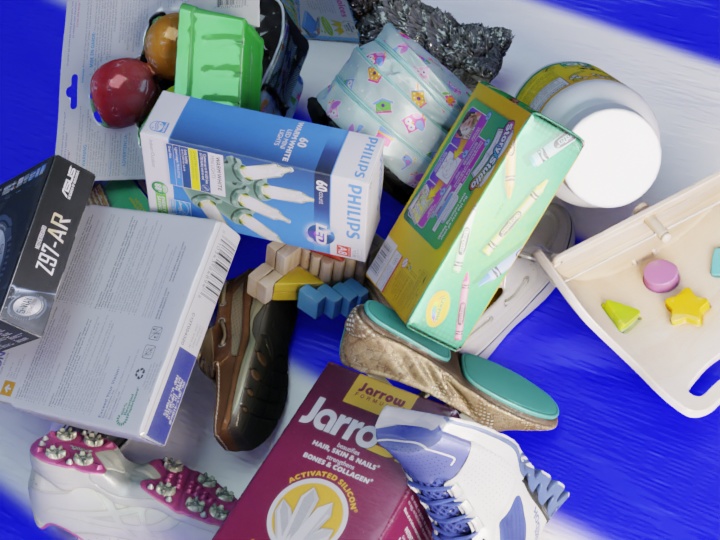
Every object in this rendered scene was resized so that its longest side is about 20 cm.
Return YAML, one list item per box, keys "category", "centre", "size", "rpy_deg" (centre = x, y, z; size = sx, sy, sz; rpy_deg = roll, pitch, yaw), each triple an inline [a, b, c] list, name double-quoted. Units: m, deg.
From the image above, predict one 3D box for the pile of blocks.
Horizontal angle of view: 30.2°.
- category: "pile of blocks"
  centre: [0.000, 0.000, 1.196]
  size: [0.200, 0.062, 0.082]
  rpy_deg: [-5, 48, -14]

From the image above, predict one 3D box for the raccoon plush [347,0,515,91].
- category: "raccoon plush"
  centre: [0.057, -0.241, 1.329]
  size: [0.134, 0.200, 0.097]
  rpy_deg: [2, 69, 44]

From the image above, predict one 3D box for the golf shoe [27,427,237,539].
- category: "golf shoe"
  centre: [-0.193, 0.205, 1.146]
  size: [0.200, 0.092, 0.075]
  rpy_deg: [19, 19, 9]

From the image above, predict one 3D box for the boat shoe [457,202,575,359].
- category: "boat shoe"
  centre: [0.119, -0.001, 1.188]
  size: [0.075, 0.086, 0.202]
  rpy_deg: [31, 68, 33]

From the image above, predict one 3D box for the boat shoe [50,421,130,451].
- category: "boat shoe"
  centre: [-0.196, 0.099, 1.195]
  size: [0.200, 0.072, 0.068]
  rpy_deg: [-48, 49, 0]

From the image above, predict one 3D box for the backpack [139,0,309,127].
- category: "backpack"
  centre: [-0.157, -0.174, 1.360]
  size: [0.177, 0.151, 0.200]
  rpy_deg: [8, 64, 21]

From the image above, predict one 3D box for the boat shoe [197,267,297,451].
- category: "boat shoe"
  centre: [-0.108, 0.079, 1.212]
  size: [0.074, 0.076, 0.200]
  rpy_deg: [-9, 42, 19]

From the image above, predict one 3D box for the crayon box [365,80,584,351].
- category: "crayon box"
  centre: [0.091, -0.048, 1.105]
  size: [0.200, 0.058, 0.119]
  rpy_deg: [-59, 24, 10]

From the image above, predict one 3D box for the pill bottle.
- category: "pill bottle"
  centre: [0.200, -0.119, 1.181]
  size: [0.113, 0.113, 0.200]
  rpy_deg: [-18, 16, 3]

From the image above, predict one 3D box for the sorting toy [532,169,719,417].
- category: "sorting toy"
  centre: [0.277, 0.027, 1.118]
  size: [0.200, 0.107, 0.180]
  rpy_deg: [-27, 58, -5]

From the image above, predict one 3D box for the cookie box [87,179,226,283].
- category: "cookie box"
  centre: [-0.254, 0.017, 1.267]
  size: [0.200, 0.075, 0.171]
  rpy_deg: [-44, 53, 3]

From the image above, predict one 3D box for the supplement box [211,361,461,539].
- category: "supplement box"
  centre: [-0.011, 0.195, 1.068]
  size: [0.131, 0.103, 0.200]
  rpy_deg: [17, 60, 29]

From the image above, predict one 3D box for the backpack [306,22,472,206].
- category: "backpack"
  centre: [0.046, -0.132, 1.227]
  size: [0.127, 0.200, 0.167]
  rpy_deg: [-52, 50, 5]

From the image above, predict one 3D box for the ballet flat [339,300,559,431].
- category: "ballet flat"
  centre: [0.070, 0.095, 1.121]
  size: [0.200, 0.065, 0.071]
  rpy_deg: [30, 22, -6]

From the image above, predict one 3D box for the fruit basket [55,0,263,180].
- category: "fruit basket"
  centre: [-0.190, -0.173, 1.255]
  size: [0.200, 0.094, 0.186]
  rpy_deg: [-2, 79, 20]

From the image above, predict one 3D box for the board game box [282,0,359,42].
- category: "board game box"
  centre: [-0.073, -0.331, 1.424]
  size: [0.134, 0.200, 0.034]
  rpy_deg: [9, 56, 22]

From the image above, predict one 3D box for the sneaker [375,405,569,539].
- category: "sneaker"
  centre: [0.083, 0.186, 1.002]
  size: [0.080, 0.199, 0.115]
  rpy_deg: [5, 66, 42]

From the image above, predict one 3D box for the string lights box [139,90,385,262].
- category: "string lights box"
  centre: [-0.083, -0.081, 1.149]
  size: [0.200, 0.103, 0.059]
  rpy_deg: [13, 51, 9]

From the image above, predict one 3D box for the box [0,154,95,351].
- category: "box"
  centre: [-0.325, -0.003, 1.201]
  size: [0.200, 0.043, 0.161]
  rpy_deg: [-16, 53, 49]

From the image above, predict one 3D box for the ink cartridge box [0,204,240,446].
- category: "ink cartridge box"
  centre: [-0.221, 0.041, 1.167]
  size: [0.200, 0.043, 0.197]
  rpy_deg: [8, 71, 34]
